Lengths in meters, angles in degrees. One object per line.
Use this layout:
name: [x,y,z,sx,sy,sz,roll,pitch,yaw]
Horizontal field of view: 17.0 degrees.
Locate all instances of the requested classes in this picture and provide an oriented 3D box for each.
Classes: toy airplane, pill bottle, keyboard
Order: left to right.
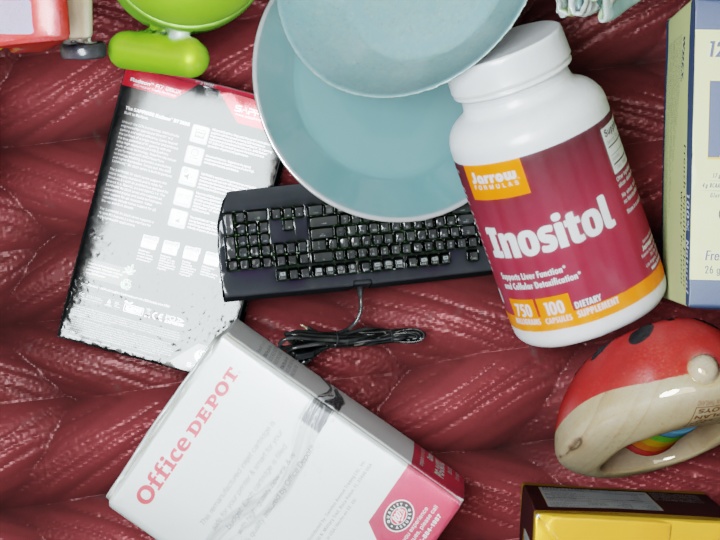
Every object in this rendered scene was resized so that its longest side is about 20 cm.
toy airplane: [-0.276,-0.175,1.613,0.140,0.199,0.201,-11,59,-38]
keyboard: [0.000,0.000,1.672,0.198,0.021,0.128,-6,96,-13]
pill bottle: [0.126,-0.059,1.625,0.112,0.113,0.201,-20,105,2]

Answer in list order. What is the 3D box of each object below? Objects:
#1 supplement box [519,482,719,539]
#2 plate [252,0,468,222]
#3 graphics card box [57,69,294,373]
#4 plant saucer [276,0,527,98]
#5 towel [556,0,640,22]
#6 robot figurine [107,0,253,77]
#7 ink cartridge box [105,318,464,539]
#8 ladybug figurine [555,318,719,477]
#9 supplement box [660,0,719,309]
supplement box: [0.172,0.252,1.606,0.132,0.200,0.199,3,91,2]
plate: [0.018,-0.131,1.670,0.199,0.026,0.202,2,82,-16]
graphics card box: [-0.128,-0.034,1.685,0.125,0.051,0.201,14,90,0]
plant saucer: [0.039,-0.205,1.612,0.200,0.039,0.202,-9,71,26]
towel: [0.176,-0.270,1.593,0.048,0.200,0.172,2,113,32]
robot figurine: [-0.115,-0.218,1.604,0.115,0.200,0.177,8,92,-7]
ink cartridge box: [-0.050,0.148,1.631,0.199,0.083,0.146,35,99,-1]
ladybug figurine: [0.197,0.083,1.606,0.135,0.200,0.072,-7,73,-18]
supplement box: [0.275,-0.075,1.598,0.133,0.200,0.202,1,91,2]
